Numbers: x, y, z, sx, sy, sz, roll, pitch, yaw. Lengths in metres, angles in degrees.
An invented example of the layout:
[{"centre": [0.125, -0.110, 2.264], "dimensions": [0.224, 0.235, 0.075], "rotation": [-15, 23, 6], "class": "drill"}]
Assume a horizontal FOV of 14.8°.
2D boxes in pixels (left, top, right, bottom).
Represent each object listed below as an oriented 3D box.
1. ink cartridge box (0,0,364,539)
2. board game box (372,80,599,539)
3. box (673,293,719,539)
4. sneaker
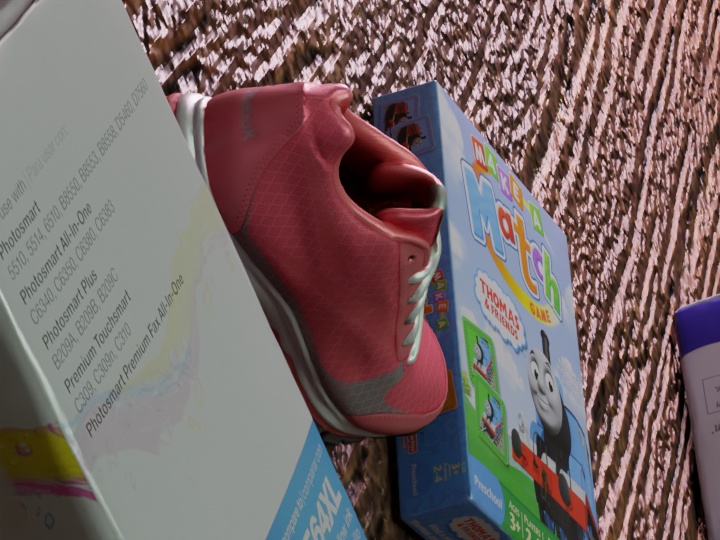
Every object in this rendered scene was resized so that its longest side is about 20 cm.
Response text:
[{"centre": [-0.102, 0.026, 0.637], "dimensions": [0.125, 0.128, 0.201], "rotation": [-63, 134, -62], "class": "ink cartridge box"}, {"centre": [0.056, 0.041, 1.194], "dimensions": [0.151, 0.036, 0.201], "rotation": [45, 34, -52], "class": "board game box"}, {"centre": [0.265, 0.130, 1.576], "dimensions": [0.184, 0.104, 0.201], "rotation": [43, 36, -55], "class": "box"}, {"centre": [0.000, 0.000, 1.005], "dimensions": [0.200, 0.086, 0.074], "rotation": [50, 32, -48], "class": "sneaker"}]
